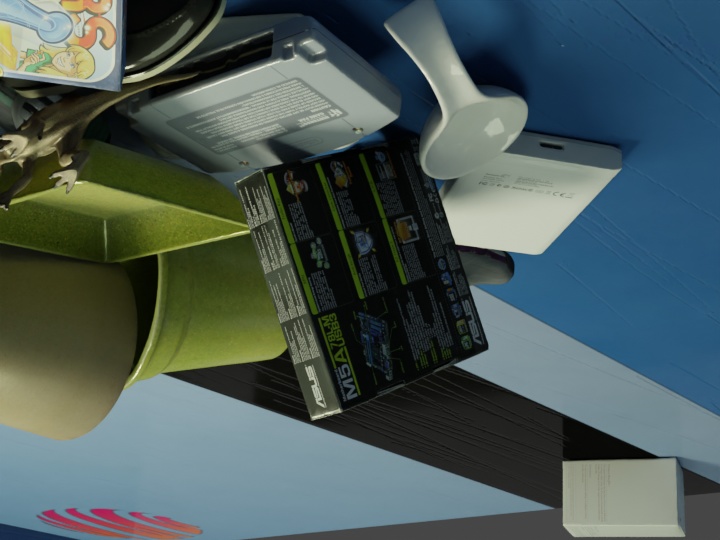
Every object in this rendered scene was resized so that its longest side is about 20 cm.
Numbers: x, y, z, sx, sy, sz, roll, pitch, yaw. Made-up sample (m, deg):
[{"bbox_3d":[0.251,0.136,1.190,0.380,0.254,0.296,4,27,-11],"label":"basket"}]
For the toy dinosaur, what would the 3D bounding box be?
[{"bbox_3d":[-0.219,-0.102,0.883,0.198,0.102,0.058,-24,120,18],"label":"toy dinosaur"}]

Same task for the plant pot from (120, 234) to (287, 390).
[{"bbox_3d":[-0.165,0.022,1.238,0.183,0.203,0.200,6,161,-36],"label":"plant pot"}]

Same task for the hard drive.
[{"bbox_3d":[0.143,-0.070,1.149,0.130,0.027,0.200,7,157,-10],"label":"hard drive"}]

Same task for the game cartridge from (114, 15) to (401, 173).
[{"bbox_3d":[-0.075,-0.128,0.951,0.198,0.041,0.133,-12,150,33],"label":"game cartridge"}]

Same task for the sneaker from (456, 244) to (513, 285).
[{"bbox_3d":[0.061,0.011,1.258,0.197,0.089,0.074,9,158,-12],"label":"sneaker"}]

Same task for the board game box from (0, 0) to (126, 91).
[{"bbox_3d":[-0.210,-0.207,0.762,0.134,0.035,0.201,6,137,-7],"label":"board game box"}]

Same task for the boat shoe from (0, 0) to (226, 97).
[{"bbox_3d":[-0.188,-0.175,0.873,0.199,0.075,0.063,-10,152,25],"label":"boat shoe"}]

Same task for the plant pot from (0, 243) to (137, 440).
[{"bbox_3d":[-0.337,0.050,1.112,0.186,0.190,0.199,-13,161,35],"label":"plant pot"}]

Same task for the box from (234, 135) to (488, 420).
[{"bbox_3d":[0.007,0.000,1.023,0.192,0.202,0.047,-18,179,-42],"label":"box"}]

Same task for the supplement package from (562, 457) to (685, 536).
[{"bbox_3d":[0.459,0.398,2.144,0.198,0.118,0.117,-4,157,19],"label":"supplement package"}]

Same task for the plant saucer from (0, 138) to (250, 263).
[{"bbox_3d":[-0.218,-0.057,1.018,0.198,0.049,0.199,-11,165,35],"label":"plant saucer"}]

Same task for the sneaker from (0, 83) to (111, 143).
[{"bbox_3d":[-0.271,-0.132,1.039,0.087,0.075,0.200,37,167,7],"label":"sneaker"}]

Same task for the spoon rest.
[{"bbox_3d":[0.075,-0.128,0.950,0.099,0.061,0.200,-32,149,6],"label":"spoon rest"}]

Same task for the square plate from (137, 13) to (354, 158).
[{"bbox_3d":[-0.116,-0.140,1.011,0.197,0.029,0.198,-2,158,13],"label":"square plate"}]
